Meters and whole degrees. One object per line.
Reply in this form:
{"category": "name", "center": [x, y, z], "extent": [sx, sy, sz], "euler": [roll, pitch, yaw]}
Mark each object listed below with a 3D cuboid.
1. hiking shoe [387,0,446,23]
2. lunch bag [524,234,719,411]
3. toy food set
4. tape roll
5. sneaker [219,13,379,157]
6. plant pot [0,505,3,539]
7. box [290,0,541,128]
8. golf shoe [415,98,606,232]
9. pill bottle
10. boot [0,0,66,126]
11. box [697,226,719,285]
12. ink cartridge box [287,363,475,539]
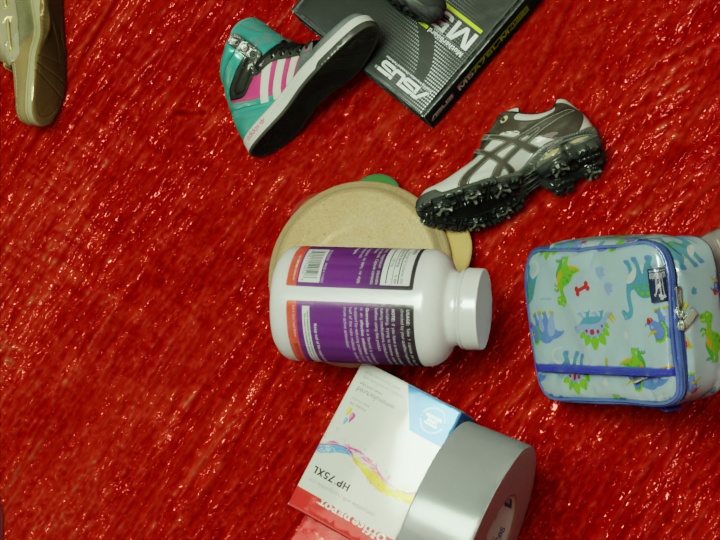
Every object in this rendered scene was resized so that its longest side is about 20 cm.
{"category": "hiking shoe", "center": [0.036, -0.341, 1.703], "extent": [0.101, 0.076, 0.200], "euler": [-41, 68, 8]}
{"category": "lunch bag", "center": [0.242, 0.048, 1.543], "extent": [0.200, 0.082, 0.161], "euler": [1, 98, 54]}
{"category": "toy food set", "center": [0.000, 0.000, 1.696], "extent": [0.198, 0.049, 0.200], "euler": [26, 86, 19]}
{"category": "tape roll", "center": [0.093, 0.242, 1.533], "extent": [0.066, 0.200, 0.201], "euler": [20, 83, 18]}
{"category": "sneaker", "center": [-0.075, -0.225, 1.733], "extent": [0.200, 0.084, 0.121], "euler": [-43, 70, 28]}
{"category": "plant pot", "center": [-0.492, 0.263, 1.702], "extent": [0.200, 0.179, 0.200], "euler": [-3, 77, 14]}
{"category": "box", "center": [0.061, -0.282, 1.745], "extent": [0.200, 0.048, 0.193], "euler": [42, 89, 21]}
{"category": "golf shoe", "center": [0.141, -0.106, 1.669], "extent": [0.200, 0.078, 0.095], "euler": [-20, 60, -6]}
{"category": "pill bottle", "center": [0.020, 0.034, 1.597], "extent": [0.200, 0.112, 0.113], "euler": [2, 78, 16]}
{"category": "boot", "center": [-0.410, -0.244, 1.852], "extent": [0.155, 0.073, 0.200], "euler": [-8, 74, 13]}
{"category": "box", "center": [0.394, -0.017, 1.565], "extent": [0.200, 0.100, 0.075], "euler": [-26, 71, 8]}
{"category": "ink cartridge box", "center": [0.012, 0.205, 1.635], "extent": [0.116, 0.067, 0.200], "euler": [26, 86, 19]}
